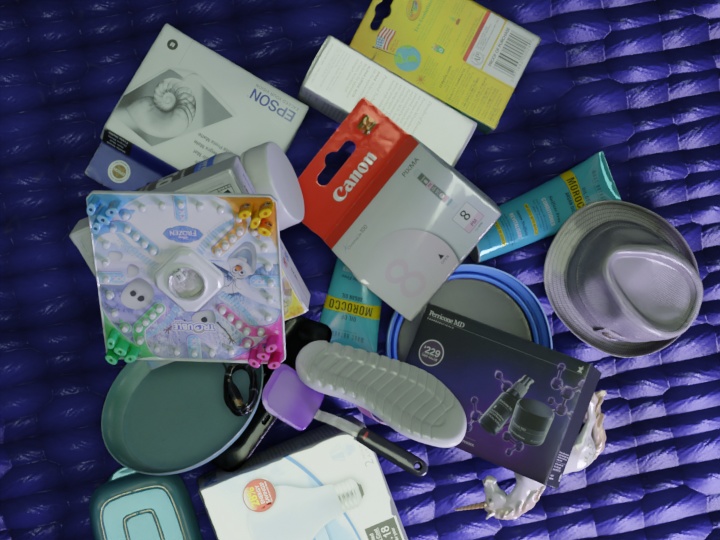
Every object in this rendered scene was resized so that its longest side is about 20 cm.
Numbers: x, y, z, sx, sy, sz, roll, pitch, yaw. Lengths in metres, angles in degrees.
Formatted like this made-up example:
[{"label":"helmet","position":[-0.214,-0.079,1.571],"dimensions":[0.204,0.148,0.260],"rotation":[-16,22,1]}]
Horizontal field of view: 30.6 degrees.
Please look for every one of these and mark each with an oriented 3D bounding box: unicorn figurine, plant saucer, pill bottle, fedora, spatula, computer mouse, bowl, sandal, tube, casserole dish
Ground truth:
[{"label":"unicorn figurine","position":[0.212,0.216,1.540],"dimensions":[0.199,0.074,0.138],"rotation":[-11,112,-15]},{"label":"plant saucer","position":[-0.196,0.147,1.477],"dimensions":[0.200,0.200,0.027],"rotation":[-35,135,-5]},{"label":"pill bottle","position":[-0.170,-0.064,1.468],"dimensions":[0.199,0.114,0.114],"rotation":[-21,90,16]},{"label":"fedora","position":[0.322,0.014,1.542],"dimensions":[0.200,0.090,0.177],"rotation":[38,85,-13]},{"label":"spatula","position":[-0.016,0.172,1.432],"dimensions":[0.199,0.021,0.057],"rotation":[28,69,9]},{"label":"computer mouse","position":[-0.167,0.089,1.472],"dimensions":[0.058,0.200,0.034],"rotation":[-35,136,-7]},{"label":"bowl","position":[0.127,0.093,1.560],"dimensions":[0.199,0.039,0.202],"rotation":[0,89,-6]},{"label":"sandal","position":[0.024,0.136,1.440],"dimensions":[0.202,0.050,0.083],"rotation":[27,54,12]},{"label":"tube","position":[0.218,-0.070,1.575],"dimensions":[0.199,0.050,0.078],"rotation":[-24,102,-12]},{"label":"tube","position":[0.000,0.000,1.543],"dimensions":[0.077,0.050,0.201],"rotation":[12,92,14]},{"label":"casserole dish","position":[-0.242,0.323,1.517],"dimensions":[0.120,0.039,0.201],"rotation":[-16,91,-5]}]

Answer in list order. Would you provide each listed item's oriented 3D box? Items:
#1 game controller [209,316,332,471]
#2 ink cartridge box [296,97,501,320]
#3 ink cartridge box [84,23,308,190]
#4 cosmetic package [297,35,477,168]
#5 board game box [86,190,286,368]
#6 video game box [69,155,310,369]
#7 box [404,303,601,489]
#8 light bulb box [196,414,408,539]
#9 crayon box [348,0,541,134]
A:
[{"label":"game controller","position":[-0.107,0.138,1.494],"dimensions":[0.042,0.104,0.200],"rotation":[43,75,-33]},{"label":"ink cartridge box","position":[0.032,-0.068,1.475],"dimensions":[0.200,0.057,0.163],"rotation":[38,101,-10]},{"label":"ink cartridge box","position":[-0.192,-0.153,1.535],"dimensions":[0.199,0.041,0.201],"rotation":[29,86,-4]},{"label":"cosmetic package","position":[0.029,-0.187,1.529],"dimensions":[0.199,0.102,0.074],"rotation":[29,87,-5]},{"label":"board game box","position":[-0.182,0.014,1.380],"dimensions":[0.199,0.026,0.201],"rotation":[1,118,5]},{"label":"video game box","position":[-0.180,-0.005,1.409],"dimensions":[0.199,0.047,0.183],"rotation":[-20,112,16]},{"label":"box","position":[0.147,0.138,1.465],"dimensions":[0.199,0.079,0.142],"rotation":[20,83,22]},{"label":"light bulb box","position":[-0.060,0.294,1.492],"dimensions":[0.199,0.125,0.199],"rotation":[-22,90,-8]},{"label":"crayon box","position":[0.097,-0.266,1.562],"dimensions":[0.199,0.051,0.127],"rotation":[29,86,-5]}]
